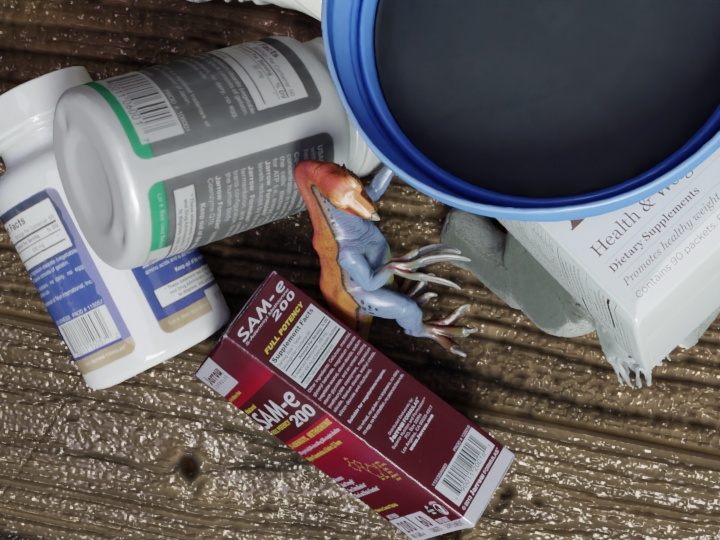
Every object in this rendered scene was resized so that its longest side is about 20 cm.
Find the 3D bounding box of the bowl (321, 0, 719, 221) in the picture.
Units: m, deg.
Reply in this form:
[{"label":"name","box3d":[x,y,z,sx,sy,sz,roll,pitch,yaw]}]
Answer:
[{"label":"bowl","box3d":[0.082,-0.116,0.502,0.200,0.039,0.202,-4,76,16]}]

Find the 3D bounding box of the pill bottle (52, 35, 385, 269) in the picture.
[{"label":"pill bottle","box3d":[-0.078,-0.082,0.718,0.199,0.113,0.114,-20,98,-30]}]

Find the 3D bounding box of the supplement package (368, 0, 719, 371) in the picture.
[{"label":"supplement package","box3d":[0.141,-0.094,0.579,0.191,0.147,0.200,-43,70,2]}]

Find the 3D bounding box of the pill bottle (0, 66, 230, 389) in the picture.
[{"label":"pill bottle","box3d":[-0.179,-0.030,0.783,0.111,0.111,0.201,-25,95,10]}]

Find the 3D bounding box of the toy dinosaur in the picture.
[{"label":"toy dinosaur","box3d":[0.000,0.000,0.719,0.200,0.105,0.181,-44,136,15]}]

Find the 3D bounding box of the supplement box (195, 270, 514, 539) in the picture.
[{"label":"supplement box","box3d":[-0.008,0.096,0.771,0.200,0.109,0.061,38,64,-3]}]

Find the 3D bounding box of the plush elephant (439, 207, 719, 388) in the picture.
[{"label":"plush elephant","box3d":[0.172,-0.027,0.726,0.200,0.154,0.165,54,147,34]}]

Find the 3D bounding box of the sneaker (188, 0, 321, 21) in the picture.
[{"label":"sneaker","box3d":[-0.086,-0.209,0.769,0.200,0.075,0.081,33,110,9]}]
